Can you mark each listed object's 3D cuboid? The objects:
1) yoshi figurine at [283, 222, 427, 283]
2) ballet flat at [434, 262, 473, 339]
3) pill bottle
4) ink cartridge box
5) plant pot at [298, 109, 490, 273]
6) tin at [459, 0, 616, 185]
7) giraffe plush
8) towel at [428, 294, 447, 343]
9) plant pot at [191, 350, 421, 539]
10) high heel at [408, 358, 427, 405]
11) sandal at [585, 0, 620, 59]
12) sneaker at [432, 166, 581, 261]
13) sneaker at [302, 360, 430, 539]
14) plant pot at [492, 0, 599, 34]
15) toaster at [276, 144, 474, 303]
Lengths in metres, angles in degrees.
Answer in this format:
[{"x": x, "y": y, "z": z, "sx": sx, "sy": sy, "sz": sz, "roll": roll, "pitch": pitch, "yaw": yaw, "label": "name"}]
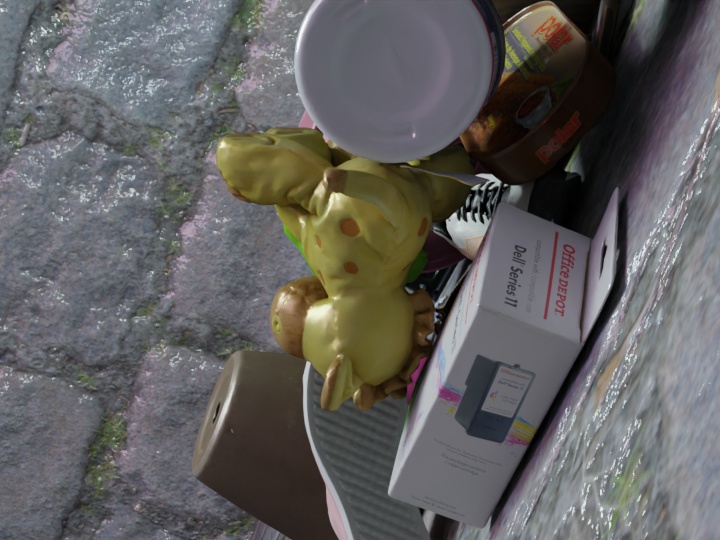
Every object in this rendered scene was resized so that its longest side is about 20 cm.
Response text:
[{"x": -0.002, "y": -0.013, "z": 1.205, "sx": 0.112, "sy": 0.112, "sz": 0.200, "roll": -27, "pitch": -22, "yaw": -25, "label": "yoshi figurine"}, {"x": 0.083, "y": 0.027, "z": 1.065, "sx": 0.200, "sy": 0.046, "sz": 0.068, "roll": 118, "pitch": 142, "yaw": -80, "label": "ballet flat"}, {"x": 0.033, "y": -0.141, "z": 0.965, "sx": 0.200, "sy": 0.119, "sz": 0.120, "roll": -52, "pitch": -15, "yaw": -75, "label": "pill bottle"}, {"x": 0.086, "y": 0.043, "z": 0.896, "sx": 0.117, "sy": 0.067, "sz": 0.200, "roll": -72, "pitch": 4, "yaw": -55, "label": "ink cartridge box"}, {"x": 0.060, "y": -0.092, "z": 1.282, "sx": 0.200, "sy": 0.200, "sz": 0.179, "roll": -69, "pitch": 19, "yaw": -3, "label": "plant pot"}, {"x": 0.118, "y": -0.126, "z": 1.041, "sx": 0.112, "sy": 0.042, "sz": 0.200, "roll": -49, "pitch": 19, "yaw": 15, "label": "tin"}, {"x": 0.000, "y": 0.001, "z": 0.970, "sx": 0.200, "sy": 0.172, "sz": 0.163, "roll": 25, "pitch": 113, "yaw": 54, "label": "giraffe plush"}, {"x": 0.044, "y": 0.132, "z": 1.434, "sx": 0.147, "sy": 0.024, "sz": 0.200, "roll": 118, "pitch": 172, "yaw": -72, "label": "towel"}, {"x": -0.045, "y": 0.149, "z": 1.261, "sx": 0.200, "sy": 0.174, "sz": 0.201, "roll": -160, "pitch": 90, "yaw": -80, "label": "plant pot"}, {"x": 0.064, "y": 0.068, "z": 1.100, "sx": 0.200, "sy": 0.067, "sz": 0.096, "roll": -127, "pitch": 47, "yaw": -69, "label": "high heel"}, {"x": 0.141, "y": -0.128, "z": 1.143, "sx": 0.082, "sy": 0.054, "sz": 0.200, "roll": -75, "pitch": 12, "yaw": -57, "label": "sandal"}, {"x": 0.101, "y": -0.036, "z": 1.069, "sx": 0.200, "sy": 0.080, "sz": 0.074, "roll": 134, "pitch": 159, "yaw": -77, "label": "sneaker"}, {"x": 0.000, "y": 0.131, "z": 1.077, "sx": 0.105, "sy": 0.075, "sz": 0.201, "roll": 179, "pitch": 77, "yaw": -82, "label": "sneaker"}, {"x": 0.122, "y": -0.212, "z": 1.191, "sx": 0.201, "sy": 0.200, "sz": 0.093, "roll": 136, "pitch": 123, "yaw": -82, "label": "plant pot"}, {"x": 0.037, "y": -0.093, "z": 1.455, "sx": 0.200, "sy": 0.181, "sz": 0.119, "roll": -61, "pitch": 2, "yaw": 2, "label": "toaster"}]
